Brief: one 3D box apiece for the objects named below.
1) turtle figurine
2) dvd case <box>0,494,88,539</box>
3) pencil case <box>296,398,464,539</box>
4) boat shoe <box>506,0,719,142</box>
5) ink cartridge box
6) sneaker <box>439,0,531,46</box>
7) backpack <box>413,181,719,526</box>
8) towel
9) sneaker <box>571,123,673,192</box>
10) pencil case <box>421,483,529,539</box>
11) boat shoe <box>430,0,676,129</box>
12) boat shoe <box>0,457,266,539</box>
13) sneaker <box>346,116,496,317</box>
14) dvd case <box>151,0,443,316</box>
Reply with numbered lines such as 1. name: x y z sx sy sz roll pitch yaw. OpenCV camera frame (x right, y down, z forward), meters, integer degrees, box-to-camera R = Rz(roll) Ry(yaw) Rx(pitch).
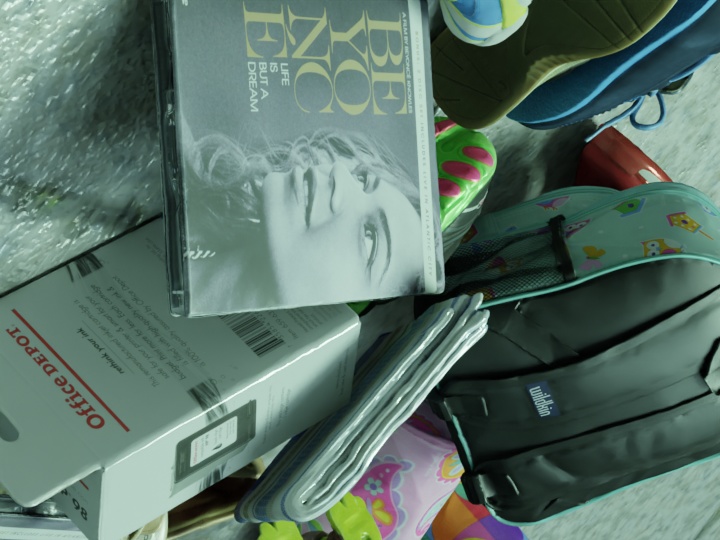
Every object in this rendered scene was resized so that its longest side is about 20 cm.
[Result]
1. turtle figurine: -0.071 0.183 1.325 0.200 0.065 0.161 2 158 -34
2. dvd case: -0.232 0.160 1.112 0.200 0.016 0.149 -31 159 20
3. pencil case: 0.000 0.152 1.457 0.087 0.087 0.200 -6 133 -53
4. boat shoe: 0.154 -0.114 1.209 0.069 0.084 0.200 13 162 -31
5. ink cartridge box: -0.113 0.054 1.099 0.200 0.116 0.067 -29 147 -30
6. sneaker: 0.028 -0.170 1.061 0.105 0.076 0.200 -18 147 -13
7. backpack: 0.145 0.039 1.345 0.199 0.153 0.176 -15 121 13
8. towel: -0.004 0.079 1.187 0.147 0.024 0.200 -48 -177 -13
9. sneaker: 0.147 -0.008 1.449 0.116 0.078 0.200 -43 153 -9
10. pencil case: 0.104 0.226 1.597 0.088 0.200 0.089 -26 144 -20
11. boat shoe: 0.107 -0.140 1.160 0.066 0.072 0.201 -42 -176 -39
12. boat shoe: -0.128 0.129 1.242 0.200 0.069 0.074 -21 145 -41
13. sneaker: 0.000 0.000 1.240 0.200 0.077 0.084 -36 149 -17
14. dvd case: -0.024 -0.058 1.069 0.200 0.016 0.149 -5 91 -54
